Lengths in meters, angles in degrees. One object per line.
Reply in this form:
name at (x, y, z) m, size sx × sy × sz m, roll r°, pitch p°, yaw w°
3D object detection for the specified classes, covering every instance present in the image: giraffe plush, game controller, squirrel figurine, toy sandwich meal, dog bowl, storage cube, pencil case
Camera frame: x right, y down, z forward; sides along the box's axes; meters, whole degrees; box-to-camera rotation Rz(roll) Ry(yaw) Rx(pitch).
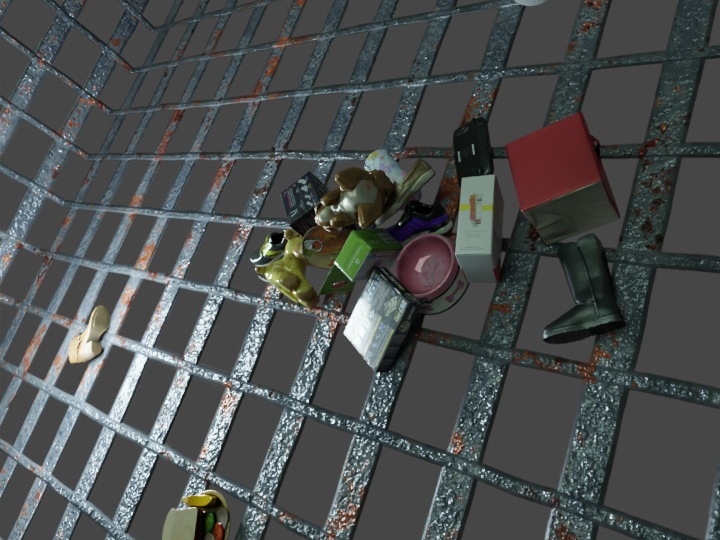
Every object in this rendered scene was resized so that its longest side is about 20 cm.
giraffe plush at (-0.175, -0.016, 1.711) m, size 0.198 × 0.173 × 0.164 m, roll 26°, pitch 76°, yaw 31°
game controller at (0.291, -0.306, 1.609) m, size 0.104 × 0.042 × 0.204 m, roll -29°, pitch 49°, yaw 40°
squirrel figurine at (-0.020, -0.170, 1.533) m, size 0.200 × 0.143 × 0.186 m, roll -40°, pitch 6°, yaw -39°
toy sandwich meal at (-0.419, 0.657, 1.583) m, size 0.202 × 0.070 × 0.209 m, roll -18°, pitch 56°, yaw 29°
dog bowl at (0.168, 0.000, 1.501) m, size 0.197 × 0.074 × 0.204 m, roll -18°, pitch 56°, yaw 28°
storage cube at (0.434, -0.191, 1.339) m, size 0.197 × 0.170 × 0.183 m, roll -22°, pitch 55°, yaw 25°
pencil case at (0.087, -0.249, 1.687) m, size 0.201 × 0.089 × 0.084 m, roll 55°, pitch 128°, yaw 40°

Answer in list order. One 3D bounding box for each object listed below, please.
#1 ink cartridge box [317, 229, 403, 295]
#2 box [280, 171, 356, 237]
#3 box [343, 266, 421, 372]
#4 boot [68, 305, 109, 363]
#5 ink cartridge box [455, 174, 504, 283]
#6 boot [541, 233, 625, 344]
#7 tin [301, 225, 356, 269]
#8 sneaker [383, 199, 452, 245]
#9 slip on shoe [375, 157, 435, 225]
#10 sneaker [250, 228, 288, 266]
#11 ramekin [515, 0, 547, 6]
ink cartridge box at (0.000, 0.000, 1.558) m, size 0.076 × 0.147 × 0.202 m, roll 43°, pitch 117°, yaw 27°
box at (-0.112, -0.150, 1.711) m, size 0.114 × 0.200 × 0.134 m, roll -33°, pitch 50°, yaw 15°
box at (0.048, 0.117, 1.496) m, size 0.161 × 0.048 × 0.203 m, roll 45°, pitch 119°, yaw 45°
boot at (-0.996, 0.239, 2.266) m, size 0.153 × 0.076 × 0.204 m, roll -21°, pitch 62°, yaw 32°
ink cartridge box at (0.275, -0.093, 1.414) m, size 0.082 × 0.145 × 0.204 m, roll -1°, pitch 63°, yaw 22°
boot at (0.437, 0.038, 1.278) m, size 0.162 × 0.066 × 0.204 m, roll -17°, pitch 59°, yaw 19°
tin at (-0.059, -0.057, 1.642) m, size 0.042 × 0.196 × 0.114 m, roll -142°, pitch 61°, yaw -79°
sneaker at (0.129, -0.131, 1.575) m, size 0.197 × 0.100 × 0.070 m, roll -15°, pitch 34°, yaw 26°
slip on shoe at (0.101, -0.198, 1.564) m, size 0.200 × 0.076 × 0.061 m, roll -44°, pitch 90°, yaw 9°
sneaker at (-0.263, -0.077, 1.865) m, size 0.197 × 0.084 × 0.076 m, roll -23°, pitch 53°, yaw 25°
ramekin at (0.486, -0.827, 1.706) m, size 0.199 × 0.094 × 0.206 m, roll -18°, pitch 57°, yaw 29°
